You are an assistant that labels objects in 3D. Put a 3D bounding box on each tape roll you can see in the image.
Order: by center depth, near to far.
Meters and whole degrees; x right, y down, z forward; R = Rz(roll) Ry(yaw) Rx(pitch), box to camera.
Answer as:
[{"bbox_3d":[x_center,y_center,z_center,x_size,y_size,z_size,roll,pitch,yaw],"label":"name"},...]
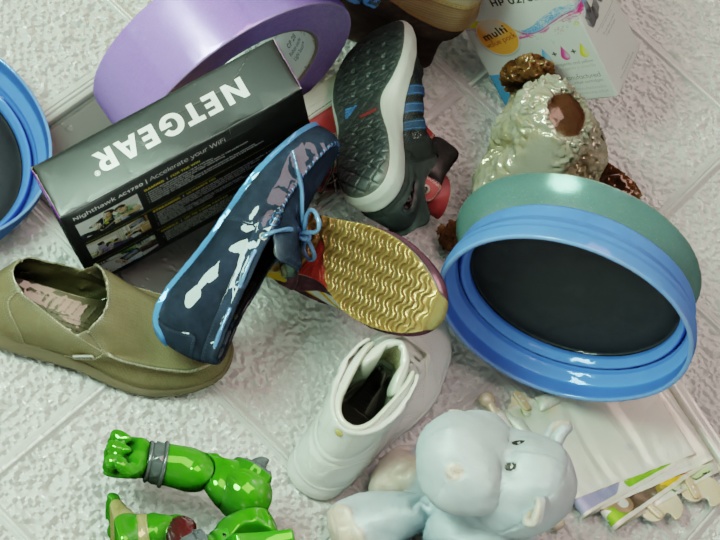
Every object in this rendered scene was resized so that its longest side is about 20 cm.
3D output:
[{"bbox_3d":[-0.107,-0.164,1.702,0.200,0.200,0.066,-26,72,-34],"label":"tape roll"}]

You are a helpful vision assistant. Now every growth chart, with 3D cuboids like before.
[{"bbox_3d":[0.206,0.141,1.757,0.200,0.018,0.145,-11,65,-29],"label":"growth chart"}]

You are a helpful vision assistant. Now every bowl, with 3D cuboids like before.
[{"bbox_3d":[-0.336,-0.095,1.660,0.200,0.039,0.201,11,55,-17],"label":"bowl"},{"bbox_3d":[0.159,0.025,1.668,0.200,0.201,0.039,27,56,-6],"label":"bowl"}]

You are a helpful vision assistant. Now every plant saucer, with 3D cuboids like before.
[{"bbox_3d":[0.165,0.003,1.714,0.200,0.200,0.036,27,56,-5],"label":"plant saucer"}]

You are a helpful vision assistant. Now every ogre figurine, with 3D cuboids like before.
[{"bbox_3d":[-0.109,0.207,1.531,0.120,0.098,0.200,-6,50,-14],"label":"ogre figurine"}]

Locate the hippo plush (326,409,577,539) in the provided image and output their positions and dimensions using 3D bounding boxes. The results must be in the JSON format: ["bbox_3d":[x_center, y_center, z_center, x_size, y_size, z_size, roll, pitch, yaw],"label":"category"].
[{"bbox_3d":[0.086,0.189,1.583,0.200,0.161,0.159,26,52,-6],"label":"hippo plush"}]

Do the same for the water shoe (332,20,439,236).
[{"bbox_3d":[0.022,-0.111,1.743,0.079,0.071,0.200,47,36,-37],"label":"water shoe"}]

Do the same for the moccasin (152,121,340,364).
[{"bbox_3d":[-0.070,-0.015,1.610,0.068,0.080,0.200,33,82,18],"label":"moccasin"}]

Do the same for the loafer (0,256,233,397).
[{"bbox_3d":[-0.186,0.040,1.620,0.200,0.067,0.076,10,56,-17],"label":"loafer"}]

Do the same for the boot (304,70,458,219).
[{"bbox_3d":[-0.007,-0.077,1.774,0.144,0.072,0.200,44,49,6],"label":"boot"}]

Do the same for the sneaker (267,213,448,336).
[{"bbox_3d":[0.000,0.000,1.668,0.200,0.075,0.090,26,3,35],"label":"sneaker"}]

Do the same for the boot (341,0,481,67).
[{"bbox_3d":[-0.005,-0.232,1.815,0.200,0.166,0.072,20,68,-12],"label":"boot"}]

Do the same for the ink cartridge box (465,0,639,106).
[{"bbox_3d":[0.141,-0.237,1.848,0.200,0.115,0.068,58,44,-33],"label":"ink cartridge box"}]

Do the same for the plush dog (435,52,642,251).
[{"bbox_3d":[0.155,-0.083,1.823,0.200,0.160,0.172,58,33,-22],"label":"plush dog"}]

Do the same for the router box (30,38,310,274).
[{"bbox_3d":[-0.132,-0.078,1.623,0.200,0.149,0.051,-29,72,-7],"label":"router box"}]

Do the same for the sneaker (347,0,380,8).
[{"bbox_3d":[-0.015,-0.235,1.637,0.078,0.066,0.200,54,26,8],"label":"sneaker"}]

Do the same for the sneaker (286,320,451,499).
[{"bbox_3d":[0.027,0.079,1.659,0.074,0.116,0.200,35,51,3],"label":"sneaker"}]
